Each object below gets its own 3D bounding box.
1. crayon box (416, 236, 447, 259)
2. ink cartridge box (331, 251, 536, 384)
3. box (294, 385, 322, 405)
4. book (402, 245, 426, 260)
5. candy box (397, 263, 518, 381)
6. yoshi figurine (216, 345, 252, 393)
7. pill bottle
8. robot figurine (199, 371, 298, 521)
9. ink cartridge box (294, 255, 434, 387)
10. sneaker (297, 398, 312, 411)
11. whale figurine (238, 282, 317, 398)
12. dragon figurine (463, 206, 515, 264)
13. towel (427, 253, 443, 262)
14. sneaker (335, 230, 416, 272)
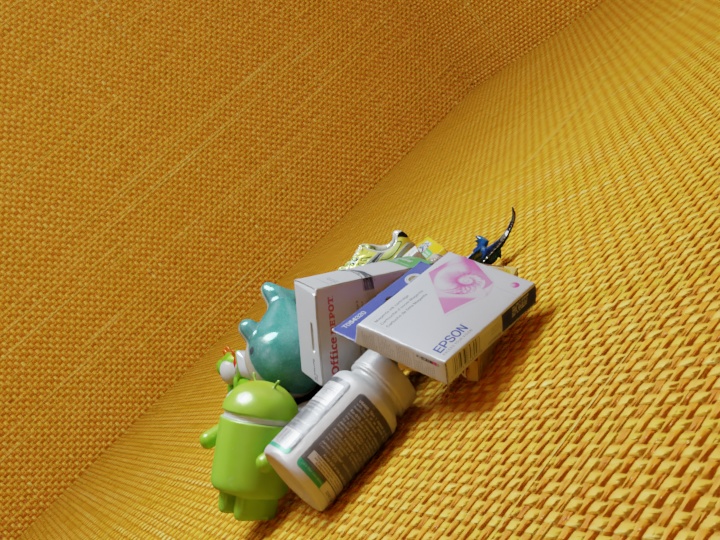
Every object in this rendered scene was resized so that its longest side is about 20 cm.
[{"bbox_3d":[0.098,0.020,1.729,0.172,0.058,0.200,-40,9,2],"label":"crayon box"},{"bbox_3d":[0.093,0.047,1.165,0.198,0.044,0.196,22,44,37],"label":"ink cartridge box"},{"bbox_3d":[-0.135,0.261,1.495,0.164,0.086,0.200,-45,10,-19],"label":"box"},{"bbox_3d":[0.053,0.078,1.407,0.199,0.134,0.048,-40,17,5],"label":"book"},{"bbox_3d":[0.135,0.062,1.223,0.115,0.057,0.200,6,33,23],"label":"candy box"},{"bbox_3d":[-0.180,0.192,1.523,0.199,0.111,0.114,9,90,60],"label":"yoshi figurine"},{"bbox_3d":[-0.023,0.208,1.195,0.200,0.113,0.113,-44,10,-19],"label":"pill bottle"},{"bbox_3d":[-0.151,0.252,1.292,0.174,0.115,0.203,5,85,51],"label":"robot figurine"},{"bbox_3d":[0.010,0.070,1.306,0.197,0.148,0.084,-11,15,-26],"label":"ink cartridge box"},{"bbox_3d":[-0.018,0.199,1.363,0.198,0.081,0.115,-30,9,23],"label":"sneaker"},{"bbox_3d":[-0.110,0.096,1.396,0.104,0.157,0.202,-48,34,40],"label":"whale figurine"},{"bbox_3d":[0.192,-0.008,1.463,0.200,0.059,0.100,-42,10,25],"label":"dragon figurine"},{"bbox_3d":[0.102,0.028,1.531,0.133,0.034,0.200,-53,-9,4],"label":"towel"},{"bbox_3d":[0.000,0.000,1.438,0.198,0.077,0.075,-24,13,-1],"label":"sneaker"}]
